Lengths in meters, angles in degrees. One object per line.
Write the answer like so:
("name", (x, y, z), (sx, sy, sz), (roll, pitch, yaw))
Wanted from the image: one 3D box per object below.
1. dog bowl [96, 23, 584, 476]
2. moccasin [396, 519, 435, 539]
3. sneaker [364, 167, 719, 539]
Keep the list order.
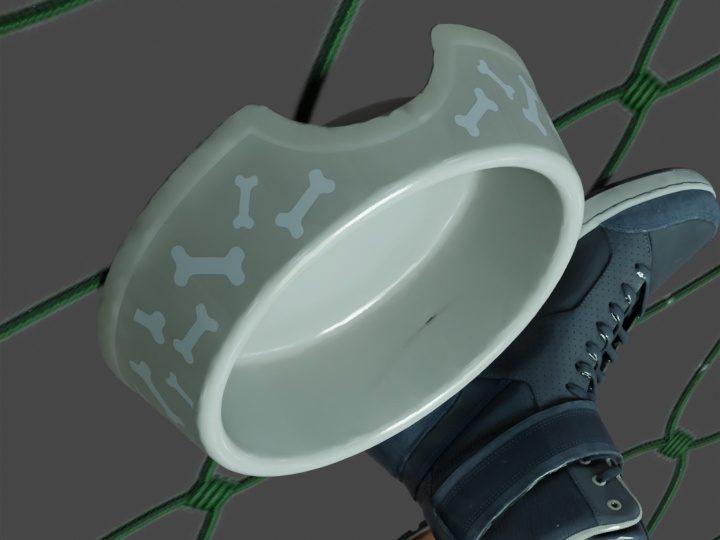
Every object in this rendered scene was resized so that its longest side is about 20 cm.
("dog bowl", (0.000, 0.000, 0.868), (0.200, 0.059, 0.200), (-29, 152, -17))
("moccasin", (0.023, 0.182, 1.147), (0.201, 0.078, 0.074), (-28, 151, -18))
("sneaker", (0.104, 0.053, 0.980), (0.202, 0.146, 0.077), (-32, 150, -14))
